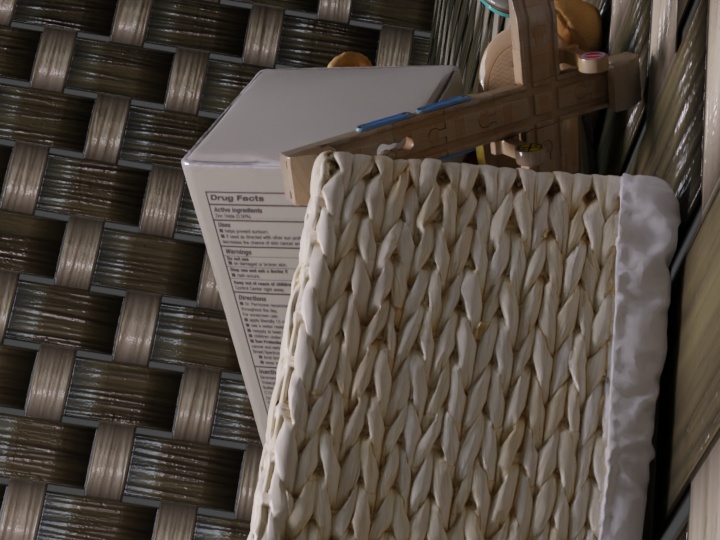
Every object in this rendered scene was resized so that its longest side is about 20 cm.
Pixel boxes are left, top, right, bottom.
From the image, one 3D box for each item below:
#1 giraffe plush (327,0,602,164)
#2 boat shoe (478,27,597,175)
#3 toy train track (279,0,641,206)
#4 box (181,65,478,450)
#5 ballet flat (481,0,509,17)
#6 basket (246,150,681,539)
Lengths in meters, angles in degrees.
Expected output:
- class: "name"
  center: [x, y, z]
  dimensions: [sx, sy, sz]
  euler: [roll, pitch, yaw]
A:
- class: "giraffe plush"
  center: [0.051, -0.073, 1.168]
  dimensions: [0.201, 0.160, 0.174]
  euler: [101, 177, -51]
- class: "boat shoe"
  center: [0.099, -0.030, 1.031]
  dimensions: [0.065, 0.071, 0.202]
  euler: [-12, -80, -66]
- class: "toy train track"
  center: [0.056, -0.066, 0.896]
  dimensions: [0.032, 0.198, 0.116]
  euler: [28, 130, 55]
- class: "box"
  center: [0.000, 0.000, 1.051]
  dimensions: [0.109, 0.127, 0.202]
  euler: [-56, -39, -50]
- class: "ballet flat"
  center: [0.122, -0.274, 1.561]
  dimensions: [0.201, 0.067, 0.064]
  euler: [-84, 10, -58]
- class: "basket"
  center: [0.040, 0.072, 0.848]
  dimensions: [0.199, 0.159, 0.202]
  euler: [100, 180, -67]
